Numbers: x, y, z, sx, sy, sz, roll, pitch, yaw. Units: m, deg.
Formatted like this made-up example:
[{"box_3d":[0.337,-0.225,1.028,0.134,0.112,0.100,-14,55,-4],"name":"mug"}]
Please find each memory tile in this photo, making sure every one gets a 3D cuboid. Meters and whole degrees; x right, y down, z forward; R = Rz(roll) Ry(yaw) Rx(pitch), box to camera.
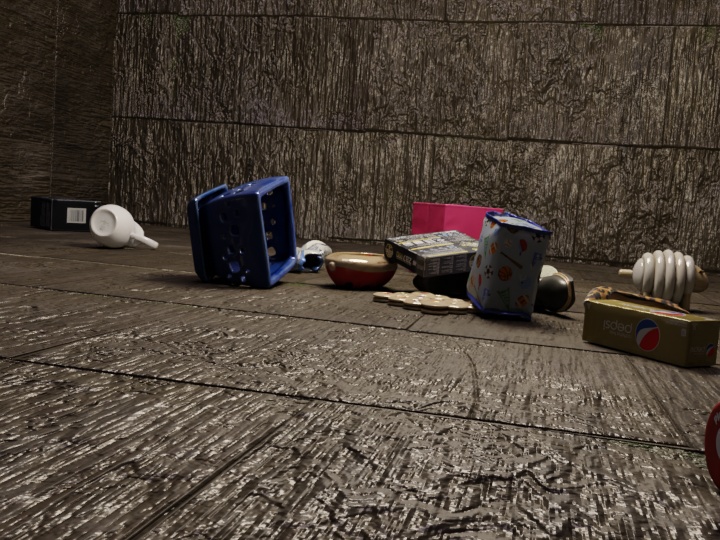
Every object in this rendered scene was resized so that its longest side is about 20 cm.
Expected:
[{"box_3d":[0.128,0.060,1.552,0.151,0.017,0.199,1,6,-36],"name":"memory tile"}]

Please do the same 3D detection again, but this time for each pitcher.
[{"box_3d":[-0.692,-0.114,2.391,0.169,0.123,0.200,20,-5,7],"name":"pitcher"}]

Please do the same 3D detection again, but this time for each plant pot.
[{"box_3d":[-0.250,-0.083,1.714,0.176,0.204,0.200,-1,16,13],"name":"plant pot"}]

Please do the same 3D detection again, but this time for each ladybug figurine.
[{"box_3d":[0.000,0.000,1.807,0.198,0.074,0.134,1,7,-44],"name":"ladybug figurine"}]

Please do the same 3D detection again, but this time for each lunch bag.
[{"box_3d":[0.268,-0.017,1.522,0.121,0.173,0.200,11,9,-10],"name":"lunch bag"}]

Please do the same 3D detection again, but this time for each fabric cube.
[{"box_3d":[0.267,-0.084,2.312,0.193,0.204,0.199,1,6,-25],"name":"fabric cube"}]

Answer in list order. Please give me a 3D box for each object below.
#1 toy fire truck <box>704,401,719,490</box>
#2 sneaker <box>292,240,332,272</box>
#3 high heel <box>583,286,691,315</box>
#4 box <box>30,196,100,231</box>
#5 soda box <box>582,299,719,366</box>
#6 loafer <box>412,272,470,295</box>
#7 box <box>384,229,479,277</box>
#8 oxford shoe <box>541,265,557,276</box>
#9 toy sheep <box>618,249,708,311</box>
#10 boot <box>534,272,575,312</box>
[{"box_3d":[0.311,0.079,0.526,0.110,0.172,0.200,4,4,0],"name":"toy fire truck"},{"box_3d":[-0.125,-0.026,2.111,0.084,0.079,0.199,18,18,29],"name":"sneaker"},{"box_3d":[0.485,0.066,1.430,0.141,0.073,0.198,0,-8,41],"name":"high heel"},{"box_3d":[-1.122,-0.216,3.100,0.194,0.120,0.198,0,8,-44],"name":"box"},{"box_3d":[0.416,0.088,1.186,0.067,0.065,0.199,2,5,-28],"name":"soda box"},{"box_3d":[0.191,0.014,1.806,0.198,0.075,0.071,0,8,-44],"name":"loafer"},{"box_3d":[0.174,-0.040,1.773,0.197,0.050,0.161,-7,19,-30],"name":"box"},{"box_3d":[0.372,0.030,1.936,0.196,0.076,0.058,-4,-36,-4],"name":"oxford shoe"},{"box_3d":[0.692,0.019,1.862,0.196,0.141,0.138,5,5,7],"name":"toy sheep"},{"box_3d":[0.322,0.049,1.610,0.136,0.079,0.200,-2,-6,-15],"name":"boot"}]
